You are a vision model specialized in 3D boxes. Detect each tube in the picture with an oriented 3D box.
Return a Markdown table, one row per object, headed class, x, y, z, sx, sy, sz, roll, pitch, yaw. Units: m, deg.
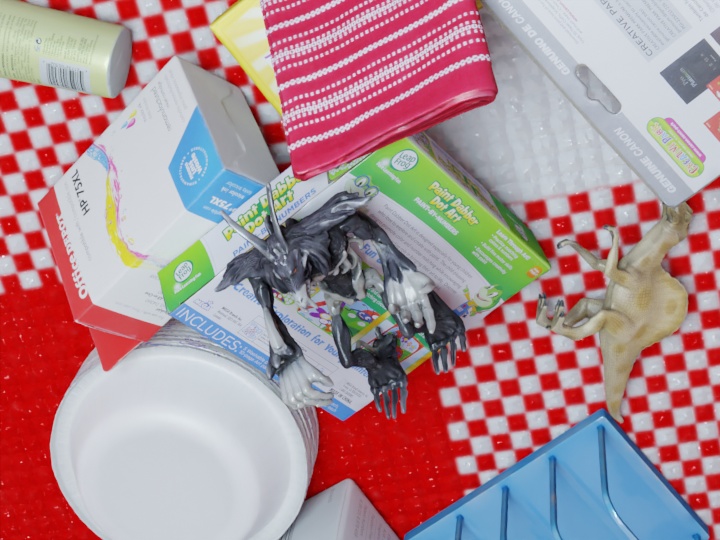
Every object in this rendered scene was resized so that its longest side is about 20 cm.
| class | x | y | z | sx | sy | sz | roll | pitch | yaw |
| --- | --- | --- | --- | --- | --- | --- | --- | --- | --- |
| tube | -0.260 | -0.166 | 0.997 | 0.200 | 0.052 | 0.058 | 12 | 75 | 5 |

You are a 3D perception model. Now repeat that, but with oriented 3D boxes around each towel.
| class | x | y | z | sx | sy | sz | roll | pitch | yaw |
| --- | --- | --- | --- | --- | --- | --- | --- | --- | --- |
| towel | 0.001 | -0.165 | 0.896 | 0.145 | 0.022 | 0.200 | -22 | 66 | 22 |

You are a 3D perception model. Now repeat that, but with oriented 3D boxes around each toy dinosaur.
| class | x | y | z | sx | sy | sz | roll | pitch | yaw |
| --- | --- | --- | --- | --- | --- | --- | --- | --- | --- |
| toy dinosaur | 0.181 | 0.034 | 1.022 | 0.101 | 0.058 | 0.200 | 8 | 116 | -9 |

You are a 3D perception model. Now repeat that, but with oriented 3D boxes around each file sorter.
| class | x | y | z | sx | sy | sz | roll | pitch | yaw |
| --- | --- | --- | --- | --- | --- | --- | --- | --- | --- |
| file sorter | 0.148 | 0.234 | 1.091 | 0.200 | 0.123 | 0.139 | -37 | 107 | 21 |

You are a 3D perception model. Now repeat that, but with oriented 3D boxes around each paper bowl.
| class | x | y | z | sx | sy | sz | roll | pitch | yaw |
| --- | --- | --- | --- | --- | --- | --- | --- | --- | --- |
| paper bowl | -0.136 | 0.140 | 1.094 | 0.200 | 0.104 | 0.201 | 3 | 115 | 7 |

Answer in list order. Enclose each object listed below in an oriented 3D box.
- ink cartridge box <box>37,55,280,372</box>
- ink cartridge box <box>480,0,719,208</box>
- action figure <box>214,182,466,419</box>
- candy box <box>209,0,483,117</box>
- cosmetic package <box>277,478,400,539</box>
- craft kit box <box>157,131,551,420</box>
| class | x | y | z | sx | sy | sz | roll | pitch | yaw |
| --- | --- | --- | --- | --- | --- | --- | --- | --- | --- |
| ink cartridge box | -0.152 | -0.035 | 0.998 | 0.200 | 0.116 | 0.067 | -43 | 141 | 22 |
| ink cartridge box | 0.202 | -0.170 | 0.912 | 0.176 | 0.084 | 0.200 | -39 | 105 | 21 |
| action figure | -0.007 | 0.024 | 0.898 | 0.119 | 0.102 | 0.200 | -35 | 140 | 15 |
| candy box | 0.005 | -0.184 | 0.964 | 0.200 | 0.026 | 0.102 | -34 | 103 | 20 |
| cosmetic package | -0.027 | 0.310 | 1.125 | 0.167 | 0.166 | 0.200 | -31 | 109 | 19 |
| craft kit box | 0.000 | 0.000 | 0.981 | 0.197 | 0.049 | 0.200 | -35 | 137 | 17 |
